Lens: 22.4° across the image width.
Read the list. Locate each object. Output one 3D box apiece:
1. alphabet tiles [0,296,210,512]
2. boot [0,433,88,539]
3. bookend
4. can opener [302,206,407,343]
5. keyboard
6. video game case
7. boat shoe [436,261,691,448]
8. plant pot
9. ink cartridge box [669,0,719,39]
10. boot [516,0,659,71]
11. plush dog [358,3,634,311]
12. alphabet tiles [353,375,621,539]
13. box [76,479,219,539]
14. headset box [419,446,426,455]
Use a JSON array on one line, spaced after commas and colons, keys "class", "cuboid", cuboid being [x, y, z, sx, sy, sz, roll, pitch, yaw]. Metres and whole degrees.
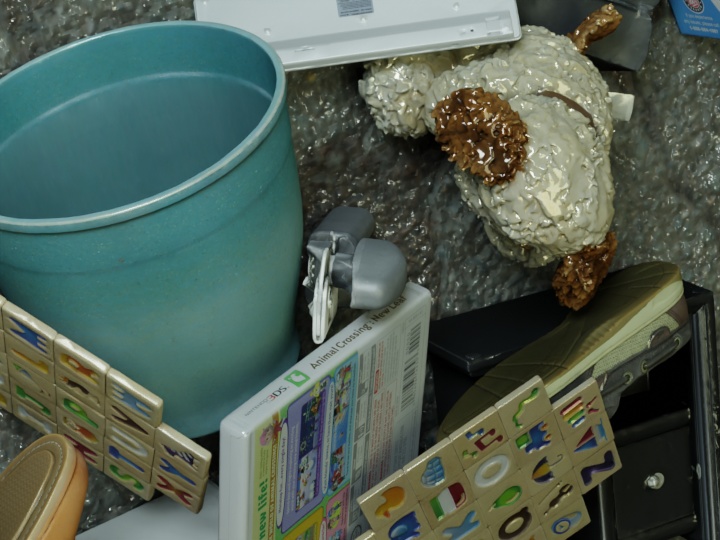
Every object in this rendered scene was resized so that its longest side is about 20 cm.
[{"class": "alphabet tiles", "cuboid": [-0.172, 0.069, 1.029, 0.199, 0.167, 0.006, 32, 66, 6]}, {"class": "boot", "cuboid": [-0.151, 0.200, 1.022, 0.154, 0.077, 0.202, 19, 90, -30]}, {"class": "bookend", "cuboid": [0.147, 0.120, 1.271, 0.198, 0.092, 0.201, -13, 108, -23]}, {"class": "can opener", "cuboid": [0.000, 0.000, 1.107, 0.066, 0.200, 0.054, 4, 101, 6]}, {"class": "keyboard", "cuboid": [-0.002, -0.156, 1.121, 0.198, 0.011, 0.057, -8, 69, -2]}, {"class": "video game case", "cuboid": [-0.022, 0.130, 1.078, 0.182, 0.022, 0.202, -35, 139, -45]}, {"class": "boat shoe", "cuboid": [0.139, 0.072, 1.162, 0.200, 0.072, 0.066, -37, 109, -20]}, {"class": "plant pot", "cuboid": [-0.119, -0.011, 1.053, 0.199, 0.200, 0.189, -28, 127, -19]}, {"class": "ink cartridge box", "cuboid": [0.251, -0.258, 1.209, 0.083, 0.145, 0.201, -33, 114, -16]}, {"class": "boot", "cuboid": [0.124, -0.233, 1.192, 0.199, 0.066, 0.166, 16, 102, -26]}, {"class": "plush dog", "cuboid": [0.111, -0.075, 1.138, 0.160, 0.172, 0.200, -34, 122, 21]}, {"class": "alphabet tiles", "cuboid": [0.075, 0.150, 1.134, 0.199, 0.006, 0.167, -34, 139, -8]}, {"class": "box", "cuboid": [-0.144, 0.249, 1.140, 0.199, 0.106, 0.154, -23, 111, -21]}, {"class": "headset box", "cuboid": [0.076, 0.248, 1.263, 0.200, 0.093, 0.175, 36, 84, -30]}]
